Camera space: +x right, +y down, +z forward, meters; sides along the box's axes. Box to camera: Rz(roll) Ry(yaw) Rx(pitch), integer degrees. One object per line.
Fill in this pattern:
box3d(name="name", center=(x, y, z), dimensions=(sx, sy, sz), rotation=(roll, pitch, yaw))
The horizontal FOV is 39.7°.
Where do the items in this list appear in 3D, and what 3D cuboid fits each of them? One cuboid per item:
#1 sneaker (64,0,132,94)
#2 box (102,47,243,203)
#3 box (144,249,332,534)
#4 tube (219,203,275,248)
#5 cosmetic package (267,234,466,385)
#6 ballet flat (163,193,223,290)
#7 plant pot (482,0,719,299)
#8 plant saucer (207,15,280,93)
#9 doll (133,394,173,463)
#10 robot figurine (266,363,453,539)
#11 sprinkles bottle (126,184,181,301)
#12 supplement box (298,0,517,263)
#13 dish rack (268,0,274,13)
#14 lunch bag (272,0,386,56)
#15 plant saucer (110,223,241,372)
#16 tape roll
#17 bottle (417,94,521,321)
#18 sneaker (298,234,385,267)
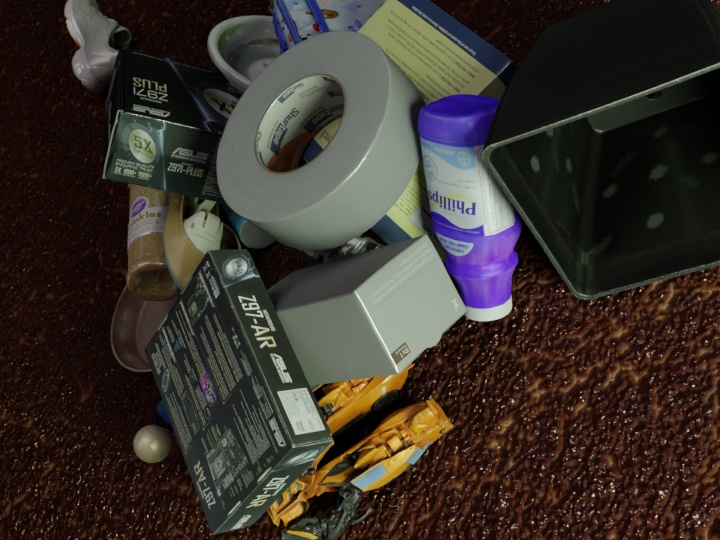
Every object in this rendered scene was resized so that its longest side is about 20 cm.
box3d(name="sneaker", center=(-0.395, -0.363, 1.537), dimensions=(0.092, 0.076, 0.201), rotation=(-26, 58, 13))
box3d(name="box", center=(-0.184, -0.159, 1.128), dimensions=(0.164, 0.199, 0.086), rotation=(-106, 33, -52))
box3d(name="box", center=(-0.116, 0.107, 0.888), dimensions=(0.160, 0.043, 0.200), rotation=(-51, 55, 38))
box3d(name="tube", center=(-0.149, -0.102, 1.206), dimensions=(0.077, 0.050, 0.200), rotation=(-37, 43, 3))
box3d(name="cosmetic package", center=(-0.016, 0.042, 0.896), dimensions=(0.200, 0.090, 0.107), rotation=(-19, 15, 48))
box3d(name="ballet flat", center=(-0.187, -0.062, 1.137), dimensions=(0.063, 0.069, 0.200), rotation=(-38, 42, 26))
box3d(name="plant pot", center=(0.236, -0.124, 0.832), dimensions=(0.199, 0.200, 0.178), rotation=(-17, 44, 29))
box3d(name="plant saucer", center=(-0.082, -0.228, 1.159), dimensions=(0.200, 0.199, 0.050), rotation=(60, 141, 42))
box3d(name="doll", center=(-0.171, 0.114, 1.049), dimensions=(0.048, 0.136, 0.200), rotation=(37, 82, 5))
box3d(name="robot figurine", center=(-0.024, 0.158, 0.919), dimensions=(0.200, 0.058, 0.145), rotation=(-36, 62, 3))
box3d(name="sprinkles bottle", center=(-0.243, -0.056, 1.187), dimensions=(0.068, 0.068, 0.200), rotation=(-30, 44, 19))
box3d(name="supplement box", center=(0.056, -0.142, 1.007), dimensions=(0.200, 0.134, 0.200), rotation=(-46, 46, 5))
box3d(name="dish rack", center=(-0.041, -0.398, 1.292), dimensions=(0.200, 0.055, 0.154), rotation=(-43, 46, 8))
box3d(name="lunch bag", center=(-0.022, -0.274, 1.134), dimensions=(0.160, 0.076, 0.200), rotation=(-5, 40, -14))
box3d(name="plant saucer", center=(-0.207, 0.034, 1.161), dimensions=(0.200, 0.034, 0.201), rotation=(-22, 48, 26))
box3d(name="tape roll", center=(-0.038, -0.121, 0.927), dimensions=(0.200, 0.066, 0.201), rotation=(-20, 54, 30))
box3d(name="bottle", center=(0.101, -0.052, 0.884), dimensions=(0.065, 0.201, 0.083), rotation=(-26, 30, -30))
box3d(name="sneaker", center=(0.000, 0.000, 1.013), dimensions=(0.200, 0.091, 0.066), rotation=(42, 86, 18))
